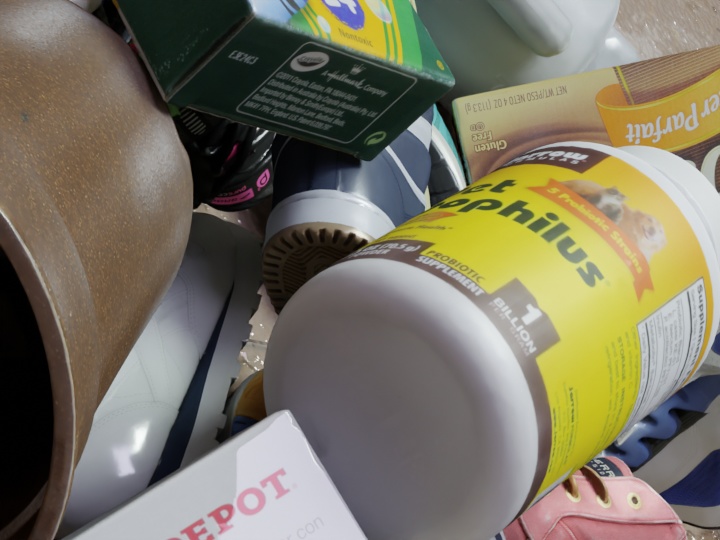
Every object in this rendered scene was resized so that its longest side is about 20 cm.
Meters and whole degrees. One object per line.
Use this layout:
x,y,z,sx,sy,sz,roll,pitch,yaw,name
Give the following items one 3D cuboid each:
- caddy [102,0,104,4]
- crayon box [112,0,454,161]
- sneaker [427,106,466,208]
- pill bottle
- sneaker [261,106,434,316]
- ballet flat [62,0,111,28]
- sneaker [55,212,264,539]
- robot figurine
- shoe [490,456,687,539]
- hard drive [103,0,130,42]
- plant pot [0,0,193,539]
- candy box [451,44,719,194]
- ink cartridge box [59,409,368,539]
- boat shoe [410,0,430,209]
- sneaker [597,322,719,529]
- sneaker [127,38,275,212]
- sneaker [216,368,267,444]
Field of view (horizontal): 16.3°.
-0.185,-0.149,0.963,0.200,0.105,0.142,24,45,-43,caddy
-0.058,-0.142,0.934,0.126,0.052,0.200,12,42,-54,crayon box
0.001,-0.082,1.222,0.200,0.077,0.080,69,14,11,sneaker
0.061,0.019,0.923,0.200,0.109,0.109,-31,88,-51,pill bottle
0.000,0.000,1.037,0.200,0.070,0.109,81,10,-55,sneaker
-0.111,-0.083,0.913,0.072,0.072,0.200,-65,141,-55,ballet flat
-0.091,0.031,0.975,0.080,0.076,0.200,24,32,-9,sneaker
0.055,-0.152,1.298,0.200,0.113,0.170,42,-6,-23,robot figurine
0.067,0.096,1.023,0.091,0.071,0.200,-42,126,-17,shoe
-0.075,-0.165,1.114,0.042,0.135,0.200,36,38,-3,hard drive
-0.153,-0.002,0.808,0.200,0.200,0.198,52,24,-8,plant pot
0.153,-0.045,1.235,0.055,0.200,0.116,66,13,-84,candy box
-0.040,0.170,0.840,0.148,0.086,0.200,-31,89,-23,ink cartridge box
-0.005,-0.094,1.145,0.063,0.073,0.200,75,1,-79,boat shoe
0.177,0.062,1.217,0.115,0.199,0.081,39,30,-49,sneaker
-0.056,-0.067,1.058,0.200,0.077,0.084,-44,113,-83,sneaker
-0.025,0.138,0.962,0.075,0.088,0.200,3,80,-20,sneaker
